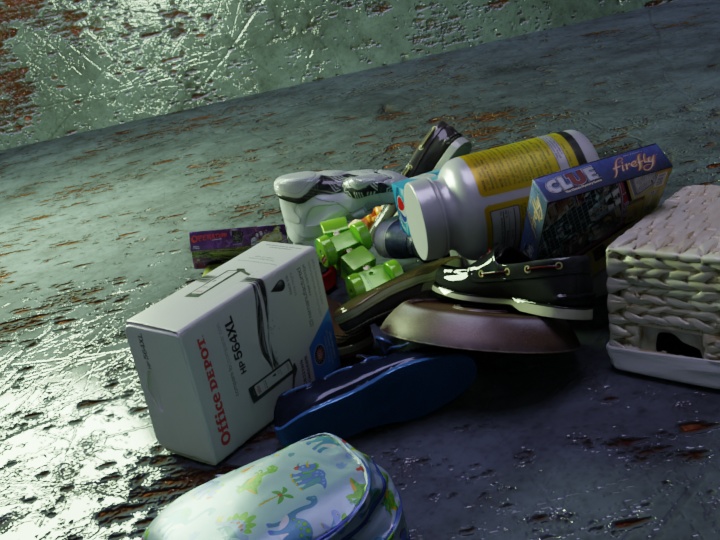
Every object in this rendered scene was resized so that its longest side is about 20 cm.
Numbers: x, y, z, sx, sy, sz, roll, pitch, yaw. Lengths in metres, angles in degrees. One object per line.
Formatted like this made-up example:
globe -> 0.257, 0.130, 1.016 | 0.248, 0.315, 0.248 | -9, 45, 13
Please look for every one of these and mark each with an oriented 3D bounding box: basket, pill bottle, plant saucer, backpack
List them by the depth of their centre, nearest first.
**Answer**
backpack -> -0.059, 0.200, 0.583 | 0.197, 0.156, 0.163 | -6, 11, -21
basket -> 0.333, 0.006, 0.840 | 0.134, 0.125, 0.199 | 8, 29, 43
plant saucer -> 0.119, 0.051, 0.877 | 0.197, 0.033, 0.200 | 4, 3, 0
pill bottle -> 0.152, -0.076, 0.952 | 0.197, 0.114, 0.113 | -14, 21, -8

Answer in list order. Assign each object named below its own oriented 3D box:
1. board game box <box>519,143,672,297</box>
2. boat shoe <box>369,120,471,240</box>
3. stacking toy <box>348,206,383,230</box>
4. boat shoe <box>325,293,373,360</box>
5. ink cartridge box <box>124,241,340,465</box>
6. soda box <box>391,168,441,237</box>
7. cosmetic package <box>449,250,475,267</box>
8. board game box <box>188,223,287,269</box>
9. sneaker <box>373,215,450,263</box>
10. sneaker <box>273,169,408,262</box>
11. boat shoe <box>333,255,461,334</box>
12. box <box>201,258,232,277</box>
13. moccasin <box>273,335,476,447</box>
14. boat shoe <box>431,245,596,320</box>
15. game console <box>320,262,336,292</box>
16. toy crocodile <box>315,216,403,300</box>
board game box -> 0.232, -0.034, 0.916 | 0.134, 0.201, 0.035 | -17, 55, -11
boat shoe -> 0.074, -0.119, 1.257 | 0.061, 0.202, 0.072 | 44, 14, 21
stacking toy -> 0.068, -0.102, 1.337 | 0.198, 0.111, 0.116 | -25, 23, -2
boat shoe -> -0.064, 0.048, 1.035 | 0.074, 0.076, 0.201 | -28, 25, -35
ink cartridge box -> -0.122, 0.077, 0.894 | 0.083, 0.148, 0.199 | 7, 29, 37
soda box -> 0.143, -0.099, 1.076 | 0.197, 0.065, 0.068 | -17, 17, -10
cosmetic package -> 0.215, -0.029, 1.056 | 0.197, 0.086, 0.108 | -16, 21, -10
board game box -> -0.162, -0.029, 1.154 | 0.118, 0.033, 0.200 | -10, -4, -11
sneaker -> 0.136, -0.059, 1.186 | 0.201, 0.078, 0.145 | -30, 25, -37
sneaker -> -0.019, -0.075, 1.206 | 0.197, 0.117, 0.075 | 1, 17, 15
boat shoe -> 0.054, 0.037, 0.986 | 0.071, 0.067, 0.200 | -21, 2, 45
box -> -0.170, 0.055, 1.074 | 0.074, 0.051, 0.201 | -8, 30, 10
moccasin -> 0.009, 0.103, 0.836 | 0.197, 0.081, 0.068 | -15, 34, -8
boat shoe -> 0.149, 0.007, 0.881 | 0.073, 0.064, 0.200 | -1, 4, -36
game console -> -0.132, 0.011, 1.246 | 0.197, 0.031, 0.177 | -12, 17, 2
toy crocodile -> 0.000, 0.000, 1.096 | 0.067, 0.062, 0.200 | -23, 50, -19
